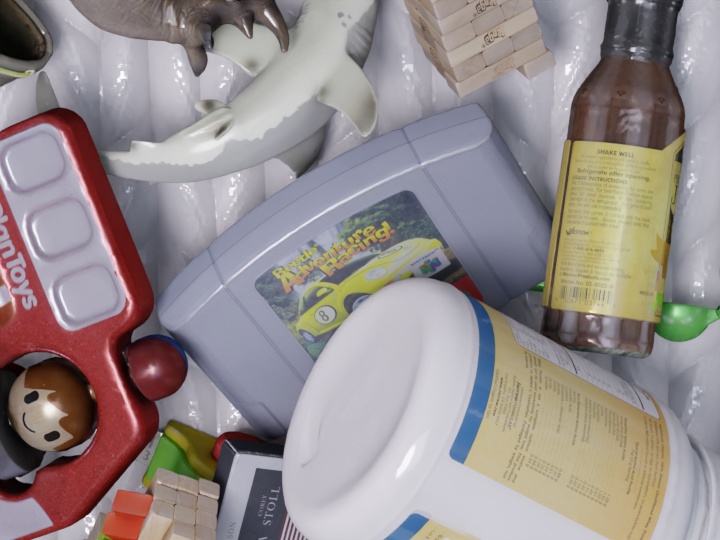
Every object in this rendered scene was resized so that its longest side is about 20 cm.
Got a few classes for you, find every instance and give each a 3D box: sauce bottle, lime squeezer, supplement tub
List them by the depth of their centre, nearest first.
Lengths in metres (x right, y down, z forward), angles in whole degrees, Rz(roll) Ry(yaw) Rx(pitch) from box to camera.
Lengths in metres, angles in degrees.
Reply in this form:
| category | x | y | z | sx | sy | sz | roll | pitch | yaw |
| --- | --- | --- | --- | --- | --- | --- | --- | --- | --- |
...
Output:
| category | x | y | z | sx | sy | sz | roll | pitch | yaw |
| --- | --- | --- | --- | --- | --- | --- | --- | --- | --- |
| supplement tub | 0.076 | 0.106 | 1.100 | 0.200 | 0.145 | 0.145 | 28 | 101 | -24 |
| sauce bottle | 0.137 | -0.055 | 1.138 | 0.064 | 0.065 | 0.201 | 9 | 90 | -2 |
| lime squeezer | 0.188 | -0.004 | 1.182 | 0.199 | 0.038 | 0.071 | -24 | 70 | 5 |

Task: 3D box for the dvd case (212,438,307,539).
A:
| category | x | y | z | sx | sy | sz | roll | pitch | yaw |
| --- | --- | --- | --- | --- | --- | --- | --- | --- | --- |
| dvd case | 0.001 | 0.173 | 1.178 | 0.199 | 0.025 | 0.151 | 9 | 103 | -27 |

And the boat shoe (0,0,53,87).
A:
| category | x | y | z | sx | sy | sz | roll | pitch | yaw |
| --- | --- | --- | --- | --- | --- | --- | --- | --- | --- |
| boat shoe | -0.224 | -0.149 | 1.073 | 0.060 | 0.202 | 0.072 | -15 | 60 | 19 |

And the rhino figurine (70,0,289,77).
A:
| category | x | y | z | sx | sy | sz | roll | pitch | yaw |
| --- | --- | --- | --- | --- | --- | --- | --- | --- | --- |
| rhino figurine | -0.121 | -0.163 | 1.091 | 0.200 | 0.060 | 0.088 | 33 | 65 | -5 |

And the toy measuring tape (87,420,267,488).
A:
| category | x | y | z | sx | sy | sz | roll | pitch | yaw |
| --- | --- | --- | --- | --- | --- | --- | --- | --- | --- |
| toy measuring tape | -0.105 | 0.110 | 1.179 | 0.199 | 0.074 | 0.074 | 23 | 101 | -5 |

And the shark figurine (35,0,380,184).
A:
| category | x | y | z | sx | sy | sz | roll | pitch | yaw |
| --- | --- | --- | --- | --- | --- | --- | --- | --- | --- |
| shark figurine | -0.063 | -0.071 | 1.135 | 0.214 | 0.090 | 0.128 | -28 | 58 | -1 |

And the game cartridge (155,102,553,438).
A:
| category | x | y | z | sx | sy | sz | roll | pitch | yaw |
| --- | --- | --- | --- | --- | --- | --- | --- | --- | --- |
| game cartridge | 0.000 | 0.000 | 1.141 | 0.200 | 0.041 | 0.133 | -32 | 132 | 6 |

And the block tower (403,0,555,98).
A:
| category | x | y | z | sx | sy | sz | roll | pitch | yaw |
| --- | --- | --- | --- | --- | --- | --- | --- | --- | --- |
| block tower | 0.039 | -0.178 | 1.081 | 0.058 | 0.054 | 0.200 | -29 | 128 | -7 |

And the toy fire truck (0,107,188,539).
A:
| category | x | y | z | sx | sy | sz | roll | pitch | yaw |
| --- | --- | --- | --- | --- | --- | --- | --- | --- | --- |
| toy fire truck | -0.179 | 0.036 | 1.115 | 0.167 | 0.112 | 0.201 | -21 | 93 | 20 |

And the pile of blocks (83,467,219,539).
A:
| category | x | y | z | sx | sy | sz | roll | pitch | yaw |
| --- | --- | --- | --- | --- | --- | --- | --- | --- | --- |
| pile of blocks | -0.135 | 0.168 | 1.141 | 0.062 | 0.082 | 0.200 | 20 | 146 | -14 |
